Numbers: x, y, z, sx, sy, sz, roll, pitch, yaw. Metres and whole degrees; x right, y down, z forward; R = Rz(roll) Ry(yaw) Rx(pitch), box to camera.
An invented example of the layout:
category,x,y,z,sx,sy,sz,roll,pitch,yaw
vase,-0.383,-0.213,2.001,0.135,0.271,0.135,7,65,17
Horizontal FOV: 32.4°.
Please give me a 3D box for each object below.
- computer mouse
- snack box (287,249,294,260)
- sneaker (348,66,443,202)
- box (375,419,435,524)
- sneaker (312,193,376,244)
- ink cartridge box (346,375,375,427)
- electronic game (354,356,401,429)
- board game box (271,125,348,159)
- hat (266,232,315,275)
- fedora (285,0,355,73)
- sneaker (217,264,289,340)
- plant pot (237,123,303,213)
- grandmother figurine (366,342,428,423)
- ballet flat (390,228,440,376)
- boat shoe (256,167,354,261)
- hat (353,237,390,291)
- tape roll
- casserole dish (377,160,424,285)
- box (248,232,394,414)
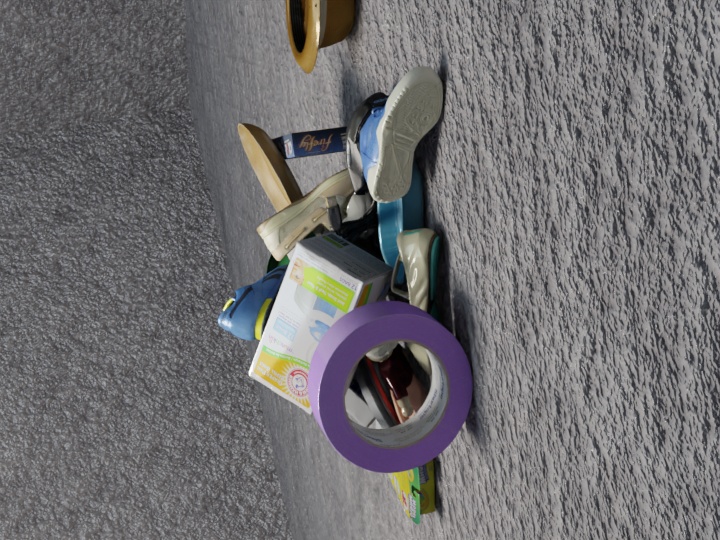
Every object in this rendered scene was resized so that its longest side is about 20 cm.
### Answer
category,x,y,z,sx,sy,sz,roll,pitch,yaw
computer mouse,-0.011,-0.136,1.674,0.046,0.140,0.203,20,127,33
snack box,-0.038,0.018,1.890,0.199,0.024,0.072,34,-161,-46
sneaker,0.039,-0.191,1.505,0.202,0.075,0.112,105,151,-47
box,0.069,0.276,1.855,0.201,0.047,0.119,-116,20,-60
sneaker,-0.026,-0.076,1.860,0.202,0.097,0.079,96,174,-50
ink cartridge box,-0.049,0.138,1.769,0.200,0.037,0.095,44,-168,1
electronic game,0.038,0.161,1.753,0.202,0.041,0.201,60,-168,-21
board game box,-0.053,-0.189,1.828,0.200,0.133,0.035,-164,66,-77
hat,-0.052,-0.007,1.963,0.203,0.164,0.176,64,156,0
fedora,-0.056,-0.391,1.806,0.200,0.080,0.205,174,90,-75
sneaker,-0.148,0.037,1.771,0.200,0.077,0.067,-60,-21,-64
plant pot,-0.125,-0.137,1.869,0.202,0.027,0.201,58,170,17
grandmother figurine,0.050,0.142,1.625,0.201,0.060,0.122,59,-175,-36
ballet flat,0.071,0.040,1.589,0.070,0.068,0.204,-127,33,-64
boat shoe,-0.049,-0.087,1.751,0.066,0.198,0.072,57,176,0
hat,0.000,0.000,1.810,0.201,0.081,0.201,45,-174,-5
tape roll,0.036,0.143,1.529,0.066,0.197,0.204,-136,37,-70
casserole dish,0.055,-0.078,1.649,0.122,0.038,0.203,-119,23,-58
box,-0.051,0.069,1.627,0.112,0.101,0.203,30,111,19
